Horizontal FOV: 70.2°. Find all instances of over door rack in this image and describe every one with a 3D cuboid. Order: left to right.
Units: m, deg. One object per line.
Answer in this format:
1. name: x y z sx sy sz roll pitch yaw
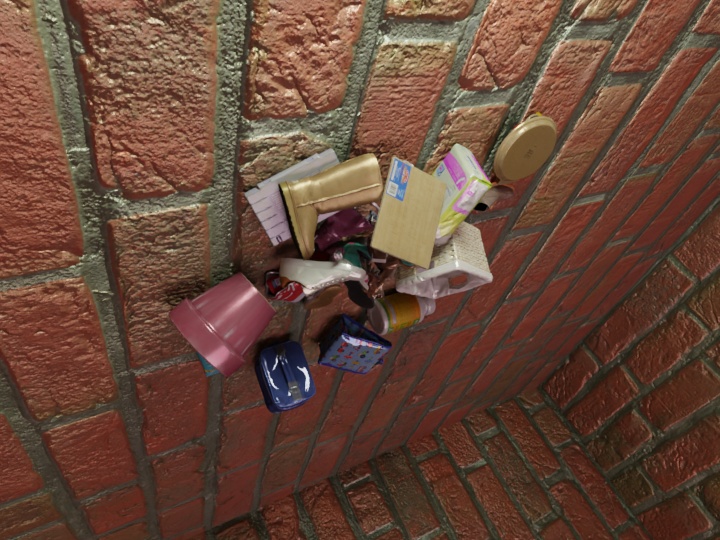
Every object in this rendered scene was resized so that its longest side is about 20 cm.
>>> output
1. over door rack: 0.083 -0.129 1.170 0.148 0.066 0.200 87 22 -54

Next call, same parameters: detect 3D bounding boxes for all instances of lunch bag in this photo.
1. lunch bag: -0.218 0.299 1.483 0.136 0.200 0.132 -15 163 -28
2. lunch bag: -0.010 0.251 1.601 0.200 0.094 0.151 27 121 -18

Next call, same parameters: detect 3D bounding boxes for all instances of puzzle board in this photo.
1. puzzle board: 0.104 -0.119 1.084 0.150 0.201 0.017 20 166 -28

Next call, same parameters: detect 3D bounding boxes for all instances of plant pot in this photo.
1. plant pot: -0.300 0.109 1.168 0.179 0.200 0.200 -43 150 -12

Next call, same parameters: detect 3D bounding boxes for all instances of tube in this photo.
1. tube: -0.400 0.236 1.382 0.077 0.051 0.200 -16 151 -11

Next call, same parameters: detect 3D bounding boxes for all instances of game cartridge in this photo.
1. game cartridge: -0.121 -0.151 1.047 0.200 0.038 0.130 -28 117 -5

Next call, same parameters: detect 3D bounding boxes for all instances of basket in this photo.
1. basket: 0.212 -0.031 1.369 0.198 0.161 0.200 -21 158 35

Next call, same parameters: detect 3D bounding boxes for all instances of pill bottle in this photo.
1. pill bottle: 0.131 0.123 1.609 0.199 0.111 0.111 -15 145 -25

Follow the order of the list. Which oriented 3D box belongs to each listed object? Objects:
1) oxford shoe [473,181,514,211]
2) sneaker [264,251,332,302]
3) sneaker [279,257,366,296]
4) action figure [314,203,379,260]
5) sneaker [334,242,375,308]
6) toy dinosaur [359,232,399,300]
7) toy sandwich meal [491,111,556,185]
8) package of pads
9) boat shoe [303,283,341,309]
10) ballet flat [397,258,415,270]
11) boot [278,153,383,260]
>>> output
1. oxford shoe: 0.337 -0.191 1.373 0.199 0.073 0.071 -8 165 -26
2. sneaker: -0.155 0.008 1.247 0.112 0.071 0.200 6 135 -49
3. sneaker: -0.088 0.022 1.184 0.199 0.085 0.073 5 170 3
4. action figure: -0.067 -0.099 1.180 0.200 0.134 0.149 -37 -172 26
5. sneaker: 0.000 0.000 1.318 0.083 0.121 0.200 4 143 28
6. toy dinosaur: 0.049 -0.040 1.246 0.135 0.200 0.086 -11 147 -8
7. toy sandwich meal: 0.405 -0.310 1.297 0.205 0.070 0.205 -19 142 -16
8. package of pads: 0.209 -0.176 1.216 0.068 0.155 0.200 20 125 -26
9. boat shoe: -0.104 0.049 1.350 0.071 0.070 0.200 -5 161 -28
10. ballet flat: 0.133 -0.093 1.160 0.072 0.068 0.201 89 19 -81
11. boot: -0.048 -0.125 1.030 0.199 0.066 0.176 -18 118 -12
